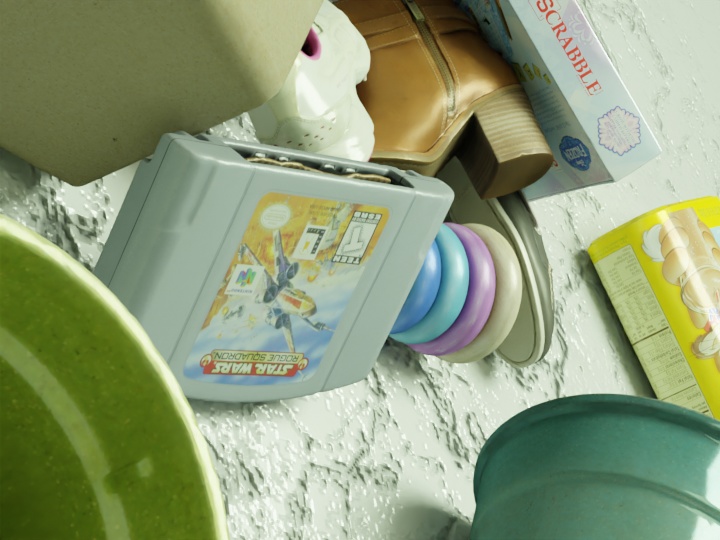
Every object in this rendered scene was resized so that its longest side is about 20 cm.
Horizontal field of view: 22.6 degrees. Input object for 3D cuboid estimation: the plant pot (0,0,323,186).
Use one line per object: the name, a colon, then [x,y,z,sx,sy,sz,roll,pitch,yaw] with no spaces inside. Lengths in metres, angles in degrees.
plant pot: [-0.123,-0.162,0.874,0.177,0.200,0.200,53,34,-26]

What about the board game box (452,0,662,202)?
board game box: [0.103,-0.145,1.193,0.200,0.041,0.200,60,-10,-5]

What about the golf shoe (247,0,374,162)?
golf shoe: [-0.038,-0.126,1.022,0.200,0.075,0.092,-105,170,-56]

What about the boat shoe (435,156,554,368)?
boat shoe: [0.090,-0.035,1.177,0.057,0.067,0.200,-10,72,-40]

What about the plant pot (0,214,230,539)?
plant pot: [-0.176,0.104,0.601,0.200,0.184,0.201,33,43,-36]

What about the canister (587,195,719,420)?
canister: [0.259,0.051,1.337,0.148,0.087,0.200,-13,75,-57]

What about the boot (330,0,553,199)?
boot: [0.009,-0.110,1.107,0.200,0.077,0.155,-15,61,-25]

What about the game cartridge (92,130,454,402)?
game cartridge: [-0.046,0.003,0.910,0.200,0.133,0.042,5,22,-48]

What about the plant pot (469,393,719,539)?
plant pot: [0.130,0.205,0.963,0.200,0.200,0.196,47,44,-22]

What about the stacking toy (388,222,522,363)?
stacking toy: [0.000,0.000,1.028,0.200,0.085,0.085,12,57,-44]
